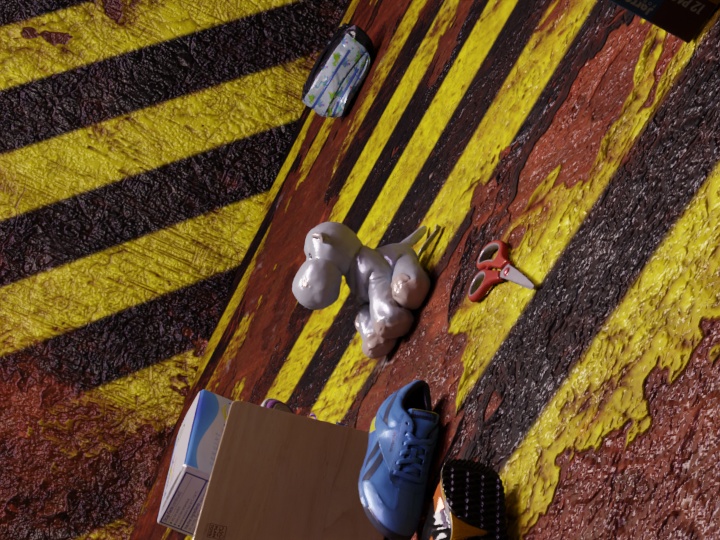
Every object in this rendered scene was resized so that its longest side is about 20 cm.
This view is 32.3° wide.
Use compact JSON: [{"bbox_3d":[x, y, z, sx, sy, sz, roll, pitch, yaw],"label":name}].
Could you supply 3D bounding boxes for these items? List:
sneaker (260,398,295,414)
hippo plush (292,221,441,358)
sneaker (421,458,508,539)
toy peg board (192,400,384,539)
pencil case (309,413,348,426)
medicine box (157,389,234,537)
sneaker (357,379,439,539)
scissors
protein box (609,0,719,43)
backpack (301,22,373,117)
[{"bbox_3d":[-0.114,0.259,1.501,0.100,0.075,0.201,-39,38,35],"label":"sneaker"},{"bbox_3d":[0.000,0.000,1.642,0.201,0.160,0.159,-66,11,-4],"label":"hippo plush"},{"bbox_3d":[0.083,0.254,1.033,0.201,0.069,0.090,-81,4,-53],"label":"sneaker"},{"bbox_3d":[-0.073,0.272,1.389,0.201,0.198,0.098,-78,2,-47],"label":"toy peg board"},{"bbox_3d":[-0.057,0.278,1.531,0.084,0.085,0.201,138,154,-76],"label":"pencil case"},{"bbox_3d":[-0.154,0.280,1.668,0.103,0.199,0.183,-60,13,24],"label":"medicine box"},{"bbox_3d":[0.046,0.191,1.298,0.079,0.066,0.201,-54,16,31],"label":"sneaker"},{"bbox_3d":[0.156,-0.005,1.323,0.074,0.014,0.200,-66,10,-11],"label":"scissors"},{"bbox_3d":[0.290,-0.358,1.133,0.201,0.134,0.199,-58,14,34],"label":"protein box"},{"bbox_3d":[-0.055,-0.455,2.897,0.200,0.154,0.163,-45,11,-9],"label":"backpack"}]
